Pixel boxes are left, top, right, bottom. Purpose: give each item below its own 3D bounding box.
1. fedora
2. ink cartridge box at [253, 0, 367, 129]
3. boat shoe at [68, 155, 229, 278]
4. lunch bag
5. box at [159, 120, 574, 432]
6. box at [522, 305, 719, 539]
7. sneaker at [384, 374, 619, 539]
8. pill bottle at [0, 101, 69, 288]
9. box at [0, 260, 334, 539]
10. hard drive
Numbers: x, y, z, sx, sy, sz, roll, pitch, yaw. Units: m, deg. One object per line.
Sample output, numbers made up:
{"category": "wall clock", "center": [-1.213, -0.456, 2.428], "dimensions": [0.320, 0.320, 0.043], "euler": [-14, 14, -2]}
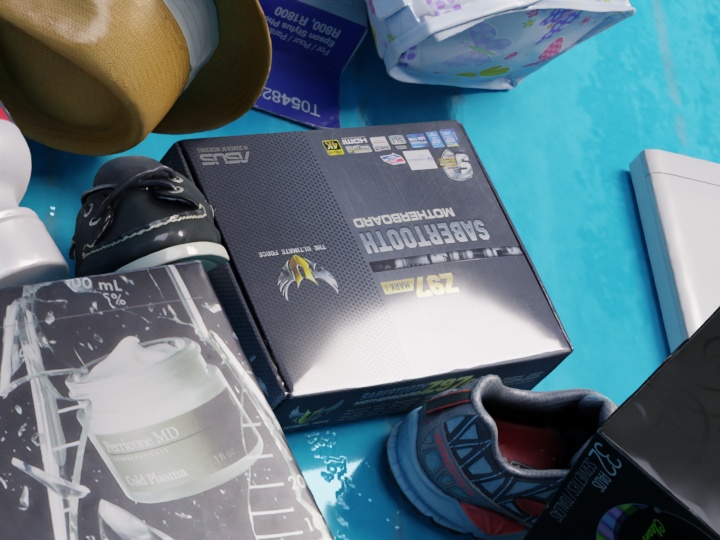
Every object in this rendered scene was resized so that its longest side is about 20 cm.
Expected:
{"category": "fedora", "center": [-0.144, -0.119, 1.145], "dimensions": [0.200, 0.201, 0.082], "euler": [32, 55, -10]}
{"category": "ink cartridge box", "center": [-0.089, -0.193, 1.335], "dimensions": [0.199, 0.041, 0.200], "euler": [17, 50, -23]}
{"category": "boat shoe", "center": [-0.104, -0.021, 1.092], "dimensions": [0.074, 0.199, 0.066], "euler": [-18, 90, -1]}
{"category": "lunch bag", "center": [0.052, -0.201, 1.335], "dimensions": [0.200, 0.127, 0.170], "euler": [-3, 67, -57]}
{"category": "box", "center": [0.000, 0.000, 1.242], "dimensions": [0.200, 0.051, 0.158], "euler": [-6, 63, -37]}
{"category": "box", "center": [0.195, 0.139, 1.074], "dimensions": [0.200, 0.149, 0.124], "euler": [41, 57, 12]}
{"category": "sneaker", "center": [0.118, 0.110, 1.206], "dimensions": [0.200, 0.096, 0.079], "euler": [17, 49, -23]}
{"category": "pill bottle", "center": [-0.225, -0.058, 1.085], "dimensions": [0.120, 0.120, 0.200], "euler": [-22, 72, -43]}
{"category": "box", "center": [-0.130, 0.118, 0.946], "dimensions": [0.200, 0.124, 0.197], "euler": [-9, 60, -38]}
{"category": "hard drive", "center": [0.239, 0.024, 1.404], "dimensions": [0.132, 0.027, 0.200], "euler": [12, 52, -27]}
